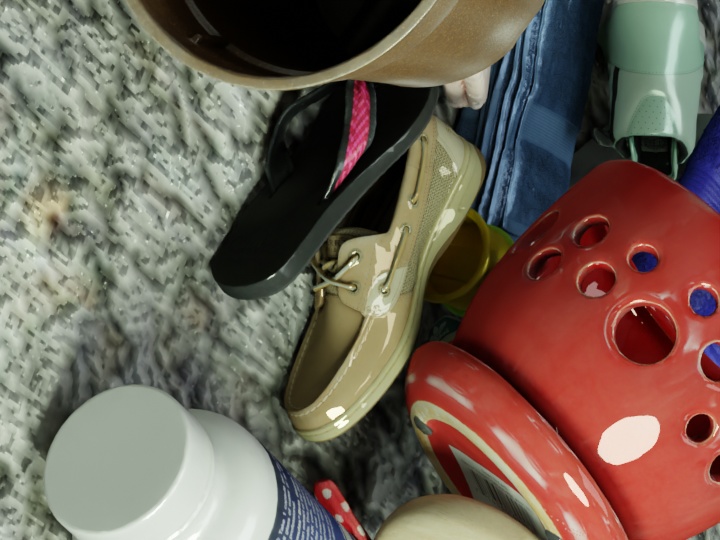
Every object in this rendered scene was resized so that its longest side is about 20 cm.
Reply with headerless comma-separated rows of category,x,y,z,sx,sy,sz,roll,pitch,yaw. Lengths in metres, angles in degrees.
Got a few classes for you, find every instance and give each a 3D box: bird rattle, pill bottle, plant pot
bird rattle,0.055,0.179,1.609,0.200,0.163,0.113,49,49,6
pill bottle,-0.078,0.138,1.472,0.200,0.111,0.111,50,54,-51
plant pot,0.137,0.067,1.611,0.182,0.200,0.201,-38,133,-16
plant pot,-0.001,-0.179,1.480,0.198,0.200,0.201,11,86,-68

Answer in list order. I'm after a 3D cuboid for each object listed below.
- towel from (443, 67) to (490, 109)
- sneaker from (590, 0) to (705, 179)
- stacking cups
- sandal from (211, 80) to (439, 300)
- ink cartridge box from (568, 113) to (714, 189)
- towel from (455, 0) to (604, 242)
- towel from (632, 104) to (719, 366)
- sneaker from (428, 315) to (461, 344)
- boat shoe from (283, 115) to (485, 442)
towel,0.068,-0.201,1.659,0.191,0.032,0.201,33,64,-86
sneaker,0.182,-0.111,1.856,0.200,0.073,0.119,43,51,-81
stacking cups,0.099,0.012,1.742,0.200,0.060,0.061,23,76,-55
sandal,-0.020,-0.066,1.572,0.200,0.075,0.045,-55,128,-35
ink cartridge box,0.190,0.010,1.924,0.145,0.083,0.201,-40,129,-50
towel,0.105,-0.098,1.794,0.112,0.048,0.201,28,71,-58
towel,0.253,-0.023,1.862,0.200,0.049,0.148,-58,131,-25
sneaker,0.114,0.085,1.790,0.070,0.094,0.200,-44,135,17
boat shoe,0.000,0.000,1.627,0.064,0.071,0.200,38,66,-34
